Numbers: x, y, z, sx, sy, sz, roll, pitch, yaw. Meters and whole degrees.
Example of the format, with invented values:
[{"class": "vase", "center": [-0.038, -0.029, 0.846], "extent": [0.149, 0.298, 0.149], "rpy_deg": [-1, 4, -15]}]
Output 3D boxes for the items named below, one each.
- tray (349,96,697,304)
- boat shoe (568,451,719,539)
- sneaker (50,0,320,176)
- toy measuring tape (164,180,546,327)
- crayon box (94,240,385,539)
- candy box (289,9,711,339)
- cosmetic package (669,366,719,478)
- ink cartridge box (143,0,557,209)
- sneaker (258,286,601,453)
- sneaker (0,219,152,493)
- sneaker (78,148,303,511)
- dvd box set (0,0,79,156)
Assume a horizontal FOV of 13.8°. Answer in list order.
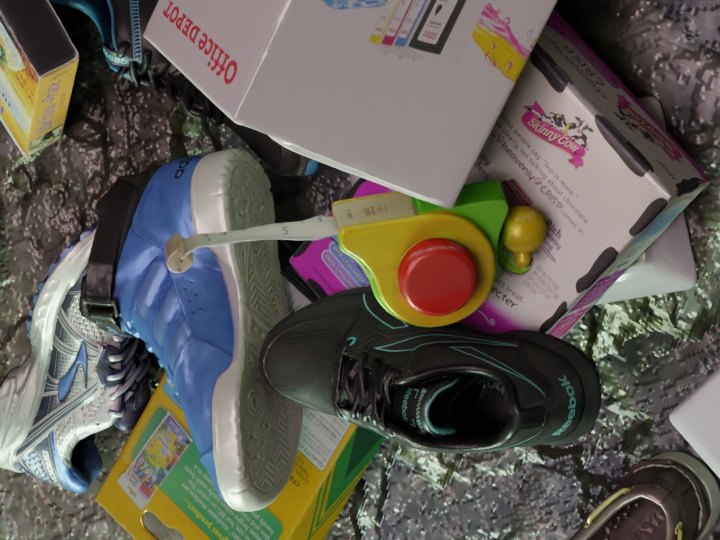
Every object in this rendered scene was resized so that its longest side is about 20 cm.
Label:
[{"class": "tray", "center": [0.085, -0.026, 1.659], "extent": [0.199, 0.022, 0.108], "rpy_deg": [-10, 96, 30]}, {"class": "boat shoe", "center": [0.126, 0.187, 1.657], "extent": [0.072, 0.059, 0.200], "rpy_deg": [41, 116, 15]}, {"class": "sneaker", "center": [-0.100, -0.119, 1.699], "extent": [0.200, 0.082, 0.073], "rpy_deg": [47, 150, 18]}, {"class": "toy measuring tape", "center": [0.000, 0.000, 1.563], "extent": [0.199, 0.074, 0.074], "rpy_deg": [-9, 97, -2]}, {"class": "crayon box", "center": [-0.059, 0.093, 1.739], "extent": [0.126, 0.051, 0.201], "rpy_deg": [42, 116, 23]}, {"class": "candy box", "center": [0.073, -0.027, 1.617], "extent": [0.137, 0.061, 0.200], "rpy_deg": [49, 119, 12]}, {"class": "cosmetic package", "center": [0.291, 0.062, 1.460], "extent": [0.168, 0.200, 0.166], "rpy_deg": [49, 118, 11]}, {"class": "ink cartridge box", "center": [0.008, -0.163, 1.533], "extent": [0.201, 0.144, 0.147], "rpy_deg": [-63, 30, 12]}, {"class": "sneaker", "center": [0.026, 0.055, 1.581], "extent": [0.199, 0.079, 0.076], "rpy_deg": [5, 104, 29]}, {"class": "sneaker", "center": [-0.155, 0.049, 1.787], "extent": [0.085, 0.077, 0.201], "rpy_deg": [31, 121, 9]}, {"class": "sneaker", "center": [-0.100, 0.038, 1.681], "extent": [0.111, 0.077, 0.201], "rpy_deg": [-9, 88, 31]}, {"class": "dvd box set", "center": [-0.214, -0.153, 1.714], "extent": [0.029, 0.200, 0.147], "rpy_deg": [-30, 86, -13]}]
